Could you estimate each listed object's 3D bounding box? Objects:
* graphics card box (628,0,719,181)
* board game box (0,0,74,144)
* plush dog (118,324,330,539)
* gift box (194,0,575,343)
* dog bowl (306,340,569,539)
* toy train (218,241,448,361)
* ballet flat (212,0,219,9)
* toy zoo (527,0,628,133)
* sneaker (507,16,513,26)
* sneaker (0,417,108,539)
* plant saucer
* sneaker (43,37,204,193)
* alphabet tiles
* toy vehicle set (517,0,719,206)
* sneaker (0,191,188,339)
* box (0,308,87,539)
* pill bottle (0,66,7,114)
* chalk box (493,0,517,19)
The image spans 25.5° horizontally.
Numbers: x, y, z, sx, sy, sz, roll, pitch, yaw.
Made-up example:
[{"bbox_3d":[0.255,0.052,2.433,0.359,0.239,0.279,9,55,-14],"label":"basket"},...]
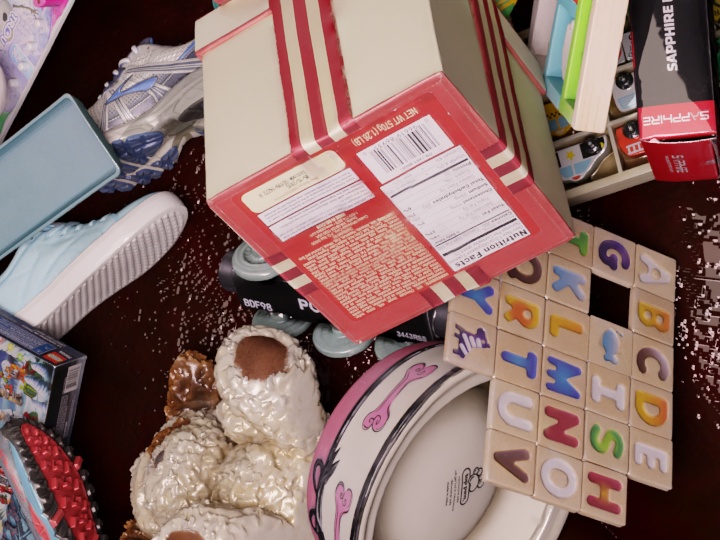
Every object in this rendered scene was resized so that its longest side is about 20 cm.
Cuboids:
[{"bbox_3d":[0.195,-0.165,0.991,0.050,0.125,0.202,-4,82,15],"label":"graphics card box"},{"bbox_3d":[-0.321,-0.227,1.284,0.200,0.026,0.200,52,127,21],"label":"board game box"},{"bbox_3d":[-0.093,0.150,1.128,0.171,0.160,0.201,3,68,43],"label":"plush dog"},{"bbox_3d":[0.011,-0.106,0.941,0.184,0.200,0.188,-23,44,17],"label":"gift box"},{"bbox_3d":[0.050,0.134,1.022,0.074,0.199,0.201,25,94,45],"label":"dog bowl"},{"bbox_3d":[0.000,0.000,1.107,0.199,0.086,0.114,10,44,31],"label":"toy train"},{"bbox_3d":[-0.028,-0.168,1.146,0.200,0.063,0.069,40,107,37],"label":"ballet flat"},{"bbox_3d":[0.135,-0.176,1.001,0.020,0.200,0.132,5,111,-7],"label":"toy zoo"},{"bbox_3d":[0.017,-0.200,1.119,0.200,0.088,0.076,34,91,31],"label":"sneaker"},{"bbox_3d":[-0.237,0.206,1.158,0.095,0.079,0.201,-16,105,11],"label":"sneaker"},{"bbox_3d":[-0.261,-0.059,1.208,0.199,0.019,0.070,-31,96,31],"label":"plant saucer"},{"bbox_3d":[-0.163,-0.128,1.222,0.199,0.077,0.086,-24,64,13],"label":"sneaker"},{"bbox_3d":[0.126,0.052,0.984,0.008,0.166,0.201,-41,35,52],"label":"alphabet tiles"},{"bbox_3d":[0.195,-0.127,1.073,0.199,0.026,0.125,-19,76,21],"label":"toy vehicle set"},{"bbox_3d":[-0.224,-0.014,1.226,0.199,0.074,0.082,-36,75,16],"label":"sneaker"},{"bbox_3d":[-0.290,0.130,1.225,0.136,0.040,0.201,24,112,26],"label":"box"},{"bbox_3d":[-0.368,-0.100,1.259,0.200,0.112,0.113,-45,65,40],"label":"pill bottle"},{"bbox_3d":[0.068,-0.259,1.003,0.124,0.200,0.124,19,52,-6],"label":"chalk box"}]
